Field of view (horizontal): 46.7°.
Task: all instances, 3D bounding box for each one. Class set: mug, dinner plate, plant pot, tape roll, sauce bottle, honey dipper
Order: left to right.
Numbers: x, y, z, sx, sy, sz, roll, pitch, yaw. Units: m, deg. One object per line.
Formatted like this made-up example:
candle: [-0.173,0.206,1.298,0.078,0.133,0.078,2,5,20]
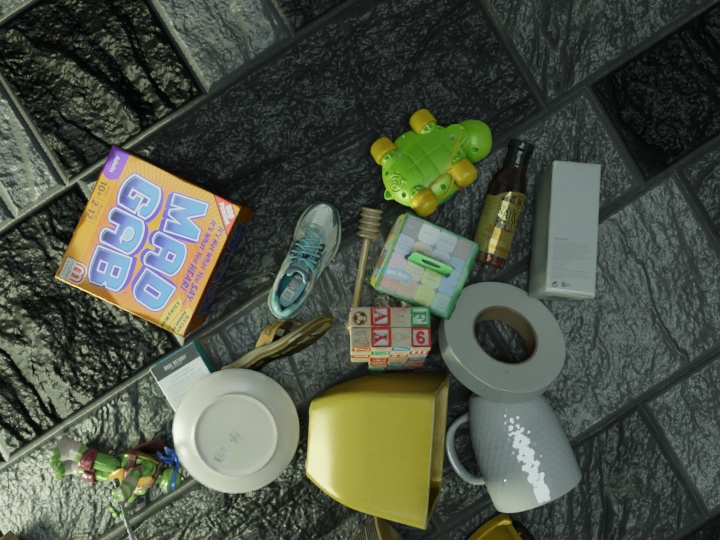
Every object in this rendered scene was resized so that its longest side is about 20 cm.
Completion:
dinner plate: [-0.193,0.253,1.295,0.197,0.024,0.204,-1,99,-4]
honey dipper: [0.000,0.000,1.335,0.037,0.038,0.203,11,96,-2]
plant pot: [0.025,0.257,1.280,0.197,0.195,0.198,5,93,13]
tape roll: [0.218,0.109,1.284,0.199,0.037,0.205,8,52,-10]
mug: [0.224,0.271,1.314,0.198,0.147,0.178,-24,88,30]
sauce bottle: [0.226,-0.106,1.320,0.065,0.066,0.203,15,94,-3]

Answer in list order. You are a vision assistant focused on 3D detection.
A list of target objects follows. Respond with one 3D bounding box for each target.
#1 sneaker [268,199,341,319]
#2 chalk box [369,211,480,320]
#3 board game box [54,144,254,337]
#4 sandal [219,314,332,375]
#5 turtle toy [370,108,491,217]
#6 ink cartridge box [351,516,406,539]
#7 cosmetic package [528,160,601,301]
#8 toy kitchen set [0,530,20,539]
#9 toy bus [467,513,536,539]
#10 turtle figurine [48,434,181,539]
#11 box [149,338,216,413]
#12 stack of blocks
sneaker: [-0.083,-0.013,1.305,0.077,0.086,0.203,22,93,-4]
chalk box: [0.095,-0.007,1.254,0.123,0.200,0.125,24,92,-3]
board game box: [-0.294,-0.045,1.240,0.198,0.200,0.202,25,92,-3]
sandal: [-0.140,0.113,1.323,0.198,0.080,0.055,-27,74,4]
turtle toy: [0.119,-0.168,1.294,0.199,0.101,0.146,-35,70,-2]
ink cartridge box: [0.078,0.493,1.299,0.200,0.165,0.075,44,89,-4]
cosmetic package: [0.314,-0.058,1.288,0.080,0.113,0.203,7,84,-2]
toy kitchen set: [-0.585,0.554,1.273,0.200,0.180,0.164,-41,95,5]
toy bus: [0.259,0.509,1.294,0.136,0.192,0.200,-43,95,-1]
turtle figurine: [-0.389,0.347,1.289,0.191,0.144,0.203,19,89,1]
box: [-0.247,0.218,1.331,0.082,0.049,0.202,-30,94,0]
stack of blocks: [0.041,0.106,1.255,0.113,0.200,0.060,-1,74,0]
